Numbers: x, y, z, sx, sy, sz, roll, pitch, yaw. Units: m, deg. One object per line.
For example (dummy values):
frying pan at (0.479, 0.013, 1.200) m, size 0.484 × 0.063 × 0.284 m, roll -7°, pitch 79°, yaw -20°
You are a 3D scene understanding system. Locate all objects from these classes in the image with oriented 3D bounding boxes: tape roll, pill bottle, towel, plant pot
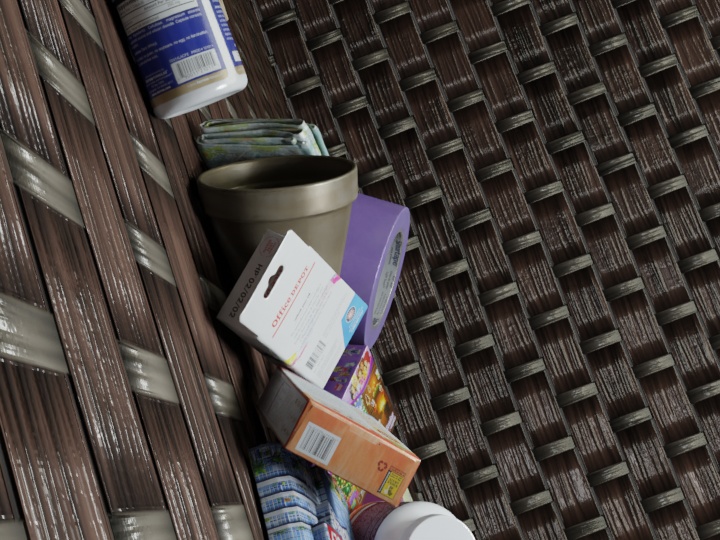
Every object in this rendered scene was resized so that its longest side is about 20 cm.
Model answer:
tape roll at (0.000, 0.000, 1.536) m, size 0.200 × 0.084 × 0.204 m, roll 17°, pitch 90°, yaw -80°
pill bottle at (-0.211, -0.283, 1.254) m, size 0.116 × 0.114 × 0.203 m, roll -91°, pitch 161°, yaw -82°
towel at (-0.117, -0.130, 1.530) m, size 0.201 × 0.168 × 0.049 m, roll 67°, pitch 31°, yaw -49°
pill bottle at (0.051, 0.312, 1.231) m, size 0.115 × 0.111 × 0.200 m, roll 70°, pitch -21°, yaw 4°
plant pot at (-0.097, -0.038, 1.377) m, size 0.200 × 0.196 × 0.177 m, roll -102°, pitch -172°, yaw -73°

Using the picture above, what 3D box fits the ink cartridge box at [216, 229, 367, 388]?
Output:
ink cartridge box at (-0.082, 0.037, 1.242) m, size 0.067 × 0.116 × 0.200 m, roll 21°, pitch -15°, yaw 34°

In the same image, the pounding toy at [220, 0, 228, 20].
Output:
pounding toy at (-0.241, -0.428, 1.409) m, size 0.184 × 0.140 × 0.203 m, roll 57°, pitch 13°, yaw -80°

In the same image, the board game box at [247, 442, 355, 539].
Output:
board game box at (-0.039, 0.297, 1.137) m, size 0.201 × 0.061 × 0.202 m, roll 66°, pitch 4°, yaw -59°

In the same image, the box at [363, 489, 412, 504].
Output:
box at (0.046, 0.413, 1.706) m, size 0.177 × 0.095 × 0.202 m, roll -105°, pitch 174°, yaw -63°

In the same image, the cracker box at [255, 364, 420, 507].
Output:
cracker box at (-0.029, 0.169, 1.174) m, size 0.133 × 0.058 × 0.200 m, roll 30°, pitch -2°, yaw -14°

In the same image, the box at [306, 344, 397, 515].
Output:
box at (-0.020, 0.210, 1.356) m, size 0.201 × 0.038 × 0.138 m, roll -63°, pitch 143°, yaw -40°
